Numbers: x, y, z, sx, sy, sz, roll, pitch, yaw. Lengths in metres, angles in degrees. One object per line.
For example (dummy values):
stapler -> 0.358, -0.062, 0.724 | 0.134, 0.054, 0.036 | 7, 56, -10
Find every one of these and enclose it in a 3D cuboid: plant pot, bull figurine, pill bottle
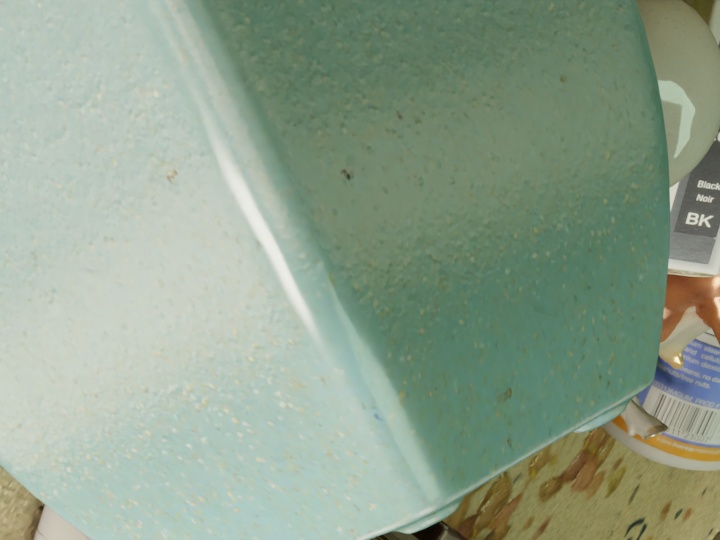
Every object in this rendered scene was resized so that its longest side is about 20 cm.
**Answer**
plant pot -> -0.023, -0.018, 0.593 | 0.196, 0.200, 0.196 | -23, 176, -45
bull figurine -> 0.175, 0.015, 1.033 | 0.065, 0.122, 0.200 | -15, 171, -41
pill bottle -> 0.213, 0.009, 1.159 | 0.112, 0.112, 0.200 | -18, 134, -49

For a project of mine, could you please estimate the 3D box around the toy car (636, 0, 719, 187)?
toy car -> 0.055, -0.127, 0.745 | 0.150, 0.175, 0.200 | -1, 114, -8

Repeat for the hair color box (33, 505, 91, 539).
hair color box -> -0.090, 0.141, 0.842 | 0.060, 0.100, 0.200 | -15, 133, -51

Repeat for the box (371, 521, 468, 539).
box -> 0.057, 0.209, 1.102 | 0.100, 0.075, 0.200 | -52, 127, -5

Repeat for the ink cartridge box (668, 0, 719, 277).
ink cartridge box -> 0.147, -0.136, 0.843 | 0.198, 0.043, 0.200 | -89, -176, -46
